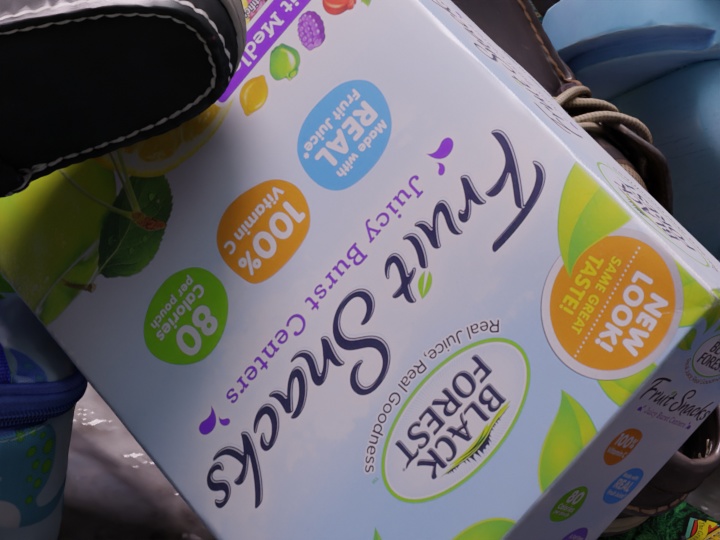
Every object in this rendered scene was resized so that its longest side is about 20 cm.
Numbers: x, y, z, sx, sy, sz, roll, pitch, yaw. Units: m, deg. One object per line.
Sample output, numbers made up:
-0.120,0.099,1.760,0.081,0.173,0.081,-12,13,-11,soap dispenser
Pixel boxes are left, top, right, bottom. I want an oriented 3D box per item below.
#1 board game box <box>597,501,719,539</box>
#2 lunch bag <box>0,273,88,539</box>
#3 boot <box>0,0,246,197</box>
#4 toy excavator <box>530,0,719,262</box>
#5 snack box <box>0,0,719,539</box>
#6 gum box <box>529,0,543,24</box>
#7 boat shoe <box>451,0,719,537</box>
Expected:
0.017,0.098,0.776,0.105,0.023,0.200,31,36,31,board game box
-0.175,0.016,0.815,0.160,0.083,0.200,-3,31,-25,lunch bag
-0.127,-0.004,0.688,0.203,0.074,0.154,-12,43,10,boot
0.147,-0.023,0.850,0.194,0.200,0.100,7,-11,-24,toy excavator
-0.004,-0.001,0.735,0.200,0.142,0.053,48,15,30,snack box
0.018,-0.100,0.995,0.170,0.045,0.200,6,-11,-2,gum box
0.058,-0.023,0.792,0.074,0.200,0.073,-24,1,-39,boat shoe
